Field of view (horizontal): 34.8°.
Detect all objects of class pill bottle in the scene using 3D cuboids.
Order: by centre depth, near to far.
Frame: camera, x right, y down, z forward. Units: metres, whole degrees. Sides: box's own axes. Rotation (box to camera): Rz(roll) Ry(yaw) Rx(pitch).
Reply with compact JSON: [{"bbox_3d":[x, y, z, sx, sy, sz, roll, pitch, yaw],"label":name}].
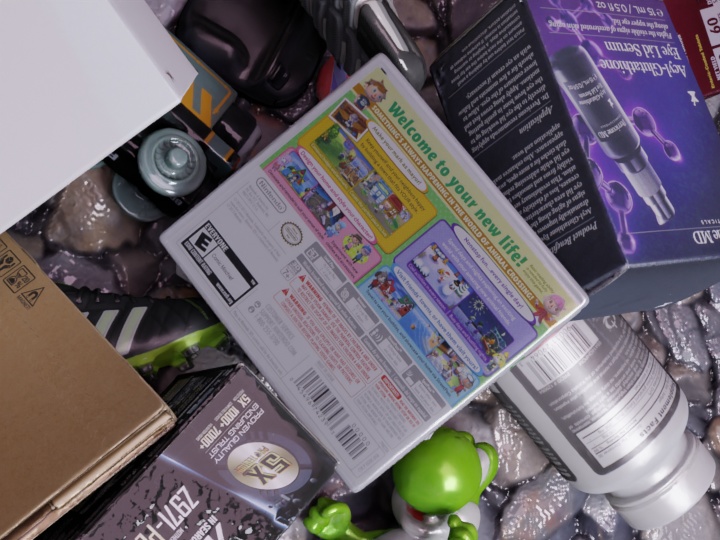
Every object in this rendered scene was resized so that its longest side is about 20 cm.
[{"bbox_3d":[0.170,0.092,0.848,0.111,0.111,0.200,-44,100,-21],"label":"pill bottle"}]

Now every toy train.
[{"bbox_3d":[-0.156,-0.121,0.761,0.200,0.085,0.114,41,61,-13],"label":"toy train"}]

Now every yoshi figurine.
[{"bbox_3d":[0.025,0.184,0.780,0.112,0.112,0.200,38,68,-7],"label":"yoshi figurine"}]

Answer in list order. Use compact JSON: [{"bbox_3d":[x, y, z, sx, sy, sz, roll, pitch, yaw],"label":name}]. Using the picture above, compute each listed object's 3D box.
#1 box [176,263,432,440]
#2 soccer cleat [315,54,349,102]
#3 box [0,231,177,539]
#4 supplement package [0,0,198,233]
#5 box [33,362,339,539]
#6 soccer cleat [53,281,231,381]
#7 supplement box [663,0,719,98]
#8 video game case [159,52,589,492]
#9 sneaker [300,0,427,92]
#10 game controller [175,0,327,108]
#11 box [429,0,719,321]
[{"bbox_3d":[0.000,0.000,0.762,0.200,0.036,0.144,33,56,8],"label":"box"},{"bbox_3d":[0.028,-0.070,0.830,0.067,0.076,0.201,-25,92,-22],"label":"soccer cleat"},{"bbox_3d":[-0.225,0.075,0.656,0.163,0.021,0.200,-39,54,-17],"label":"box"},{"bbox_3d":[-0.215,-0.103,0.622,0.200,0.151,0.152,-35,104,4],"label":"supplement package"},{"bbox_3d":[-0.130,0.159,0.686,0.086,0.164,0.200,47,68,-10],"label":"box"},{"bbox_3d":[-0.166,0.038,0.744,0.199,0.068,0.081,-18,77,-23],"label":"soccer cleat"},{"bbox_3d":[0.205,-0.171,0.926,0.199,0.061,0.109,-20,91,-22],"label":"supplement box"},{"bbox_3d":[0.006,0.000,0.698,0.182,0.022,0.200,-39,80,2],"label":"video game case"},{"bbox_3d":[0.011,-0.210,0.779,0.115,0.075,0.200,-30,68,-21],"label":"sneaker"},{"bbox_3d":[-0.055,-0.220,0.842,0.104,0.042,0.201,25,73,-3],"label":"game controller"},{"bbox_3d":[0.156,-0.075,0.765,0.148,0.104,0.201,-7,71,-38],"label":"box"}]
